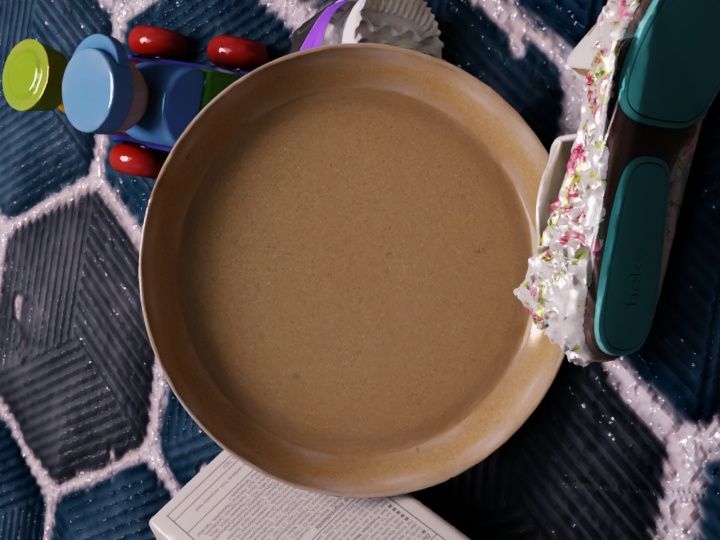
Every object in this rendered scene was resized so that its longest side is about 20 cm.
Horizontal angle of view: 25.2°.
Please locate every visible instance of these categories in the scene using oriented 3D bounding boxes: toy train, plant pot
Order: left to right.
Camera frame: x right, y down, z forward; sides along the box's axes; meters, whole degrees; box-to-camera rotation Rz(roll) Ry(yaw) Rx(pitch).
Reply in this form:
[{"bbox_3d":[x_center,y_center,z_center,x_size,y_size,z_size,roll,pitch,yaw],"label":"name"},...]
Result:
[{"bbox_3d":[-0.151,-0.100,0.893,0.199,0.115,0.086,14,95,42],"label":"toy train"},{"bbox_3d":[0.000,0.000,0.726,0.027,0.197,0.203,152,121,-85],"label":"plant pot"}]

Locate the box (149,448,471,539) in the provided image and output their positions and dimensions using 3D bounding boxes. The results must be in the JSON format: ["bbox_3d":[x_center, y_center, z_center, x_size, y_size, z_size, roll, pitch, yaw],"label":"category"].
[{"bbox_3d":[0.005,0.154,0.725,0.095,0.078,0.199,-40,47,-18],"label":"box"}]

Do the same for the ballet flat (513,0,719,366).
[{"bbox_3d":[0.109,-0.060,0.680,0.064,0.075,0.202,24,100,49],"label":"ballet flat"}]

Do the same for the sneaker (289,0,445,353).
[{"bbox_3d":[-0.013,-0.036,0.799,0.099,0.069,0.203,4,86,50],"label":"sneaker"}]
